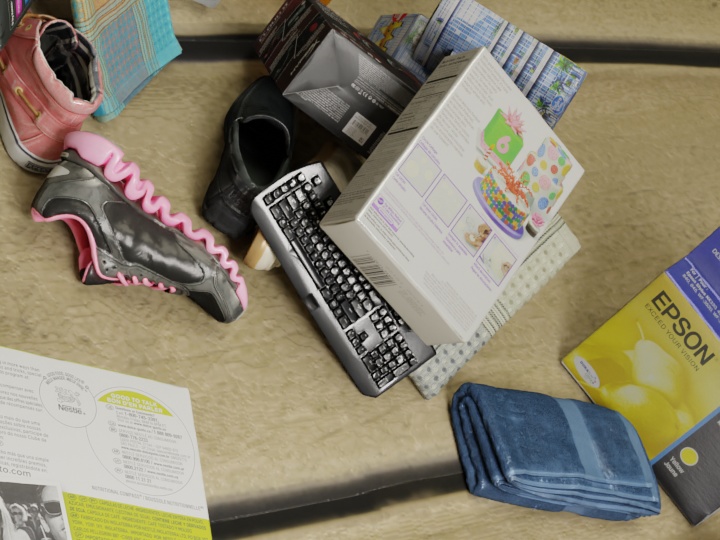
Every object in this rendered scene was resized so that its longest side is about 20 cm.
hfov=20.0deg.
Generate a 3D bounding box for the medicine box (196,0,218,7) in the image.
[{"bbox_3d":[-0.190,-0.369,1.862,0.181,0.103,0.201,19,45,-30],"label":"medicine box"}]

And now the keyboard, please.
[{"bbox_3d":[0.000,0.000,1.674,0.104,0.040,0.201,-37,108,-15],"label":"keyboard"}]

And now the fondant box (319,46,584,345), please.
[{"bbox_3d":[0.078,-0.060,1.667,0.144,0.058,0.201,48,63,-21],"label":"fondant box"}]

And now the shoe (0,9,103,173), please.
[{"bbox_3d":[-0.263,-0.184,1.643,0.071,0.091,0.201,3,54,-41],"label":"shoe"}]

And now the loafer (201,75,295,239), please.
[{"bbox_3d":[-0.084,-0.108,1.756,0.068,0.070,0.201,33,37,-15],"label":"loafer"}]

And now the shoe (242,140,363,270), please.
[{"bbox_3d":[-0.041,-0.052,1.744,0.053,0.070,0.200,30,35,6],"label":"shoe"}]

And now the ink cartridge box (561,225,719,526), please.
[{"bbox_3d":[0.310,0.098,1.828,0.198,0.200,0.047,52,37,9],"label":"ink cartridge box"}]

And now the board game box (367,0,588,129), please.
[{"bbox_3d":[0.096,-0.184,1.929,0.199,0.200,0.062,31,74,1],"label":"board game box"}]

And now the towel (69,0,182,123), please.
[{"bbox_3d":[-0.201,-0.242,1.702,0.021,0.202,0.147,6,31,22],"label":"towel"}]

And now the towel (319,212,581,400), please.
[{"bbox_3d":[0.071,-0.026,1.741,0.200,0.034,0.193,-43,108,-13],"label":"towel"}]

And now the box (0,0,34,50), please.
[{"bbox_3d":[-0.321,-0.282,1.609,0.147,0.125,0.201,9,40,10],"label":"box"}]

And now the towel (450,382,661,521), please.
[{"bbox_3d":[0.172,0.155,1.772,0.199,0.049,0.112,12,47,-35],"label":"towel"}]

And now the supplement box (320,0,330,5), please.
[{"bbox_3d":[-0.069,-0.366,2.008,0.125,0.074,0.201,24,42,-26],"label":"supplement box"}]

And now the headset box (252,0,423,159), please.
[{"bbox_3d":[-0.009,-0.168,1.819,0.148,0.075,0.200,36,9,-20],"label":"headset box"}]

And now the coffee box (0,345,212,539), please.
[{"bbox_3d":[-0.222,0.184,1.254,0.199,0.200,0.199,14,46,-33],"label":"coffee box"}]

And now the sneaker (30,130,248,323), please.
[{"bbox_3d":[-0.176,-0.015,1.601,0.200,0.079,0.096,43,70,-18],"label":"sneaker"}]
